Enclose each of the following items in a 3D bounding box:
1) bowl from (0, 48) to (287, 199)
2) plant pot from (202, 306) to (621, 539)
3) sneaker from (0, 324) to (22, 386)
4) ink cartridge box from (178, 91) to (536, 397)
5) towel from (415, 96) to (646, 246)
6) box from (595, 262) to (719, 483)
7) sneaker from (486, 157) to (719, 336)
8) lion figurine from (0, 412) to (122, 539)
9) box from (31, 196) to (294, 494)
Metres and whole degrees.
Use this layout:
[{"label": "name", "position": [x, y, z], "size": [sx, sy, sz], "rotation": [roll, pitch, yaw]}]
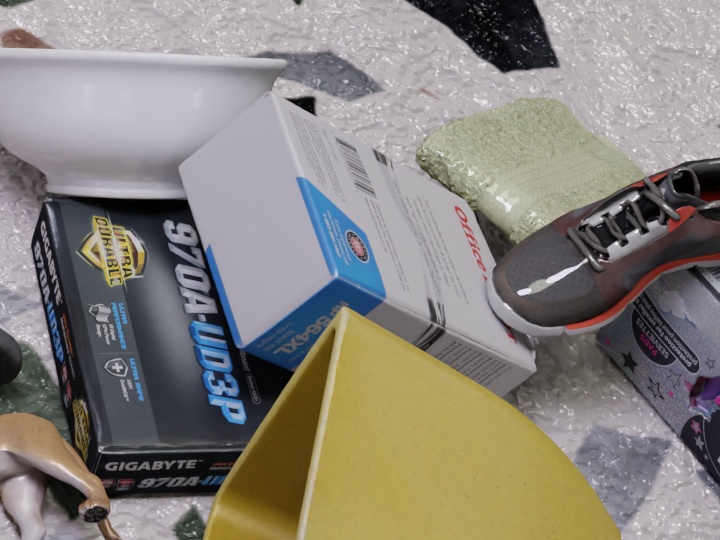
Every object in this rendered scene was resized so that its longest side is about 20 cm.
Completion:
[{"label": "bowl", "position": [-0.147, -0.092, 1.573], "size": [0.201, 0.090, 0.201], "rotation": [2, 5, 0]}, {"label": "plant pot", "position": [0.029, 0.177, 1.359], "size": [0.200, 0.196, 0.194], "rotation": [22, 44, -11]}, {"label": "sneaker", "position": [-0.286, -0.005, 1.478], "size": [0.201, 0.067, 0.108], "rotation": [16, 47, -4]}, {"label": "ink cartridge box", "position": [0.000, 0.000, 1.520], "size": [0.200, 0.084, 0.146], "rotation": [28, 33, -46]}, {"label": "towel", "position": [0.130, -0.061, 1.690], "size": [0.148, 0.037, 0.200], "rotation": [40, 28, 17]}, {"label": "box", "position": [0.270, 0.062, 1.615], "size": [0.132, 0.115, 0.200], "rotation": [-21, 59, -35]}, {"label": "sneaker", "position": [0.167, -0.029, 1.536], "size": [0.200, 0.082, 0.077], "rotation": [-24, 62, -16]}, {"label": "lion figurine", "position": [-0.228, 0.103, 1.411], "size": [0.200, 0.073, 0.123], "rotation": [17, 30, -27]}, {"label": "box", "position": [-0.105, 0.044, 1.522], "size": [0.159, 0.046, 0.200], "rotation": [1, 48, -22]}]
